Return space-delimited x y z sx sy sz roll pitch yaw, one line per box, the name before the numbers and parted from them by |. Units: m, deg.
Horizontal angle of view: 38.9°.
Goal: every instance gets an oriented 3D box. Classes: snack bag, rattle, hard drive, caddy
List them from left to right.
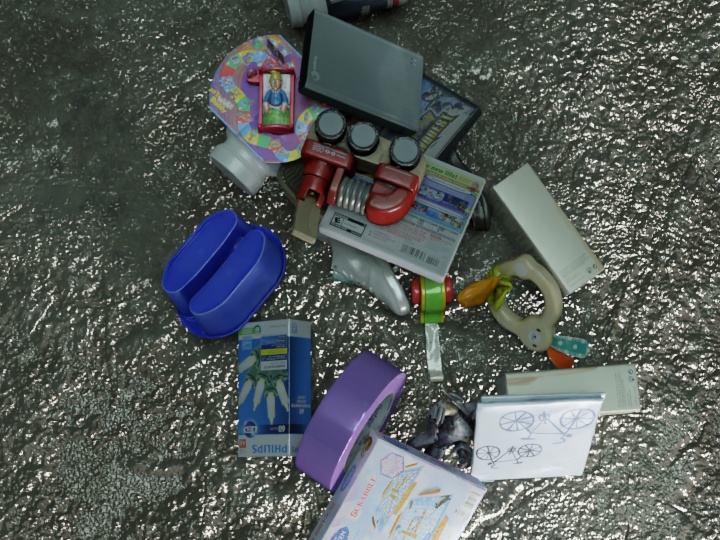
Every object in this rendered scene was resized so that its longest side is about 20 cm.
caddy | -0.206 0.008 1.565 0.141 0.105 0.200 35 79 27
hard drive | 0.003 -0.300 1.554 0.198 0.033 0.141 17 64 -25
rattle | 0.249 0.086 1.535 0.129 0.143 0.202 -24 94 24
snack bag | 0.257 0.248 1.507 0.186 0.201 0.022 -3 45 -2

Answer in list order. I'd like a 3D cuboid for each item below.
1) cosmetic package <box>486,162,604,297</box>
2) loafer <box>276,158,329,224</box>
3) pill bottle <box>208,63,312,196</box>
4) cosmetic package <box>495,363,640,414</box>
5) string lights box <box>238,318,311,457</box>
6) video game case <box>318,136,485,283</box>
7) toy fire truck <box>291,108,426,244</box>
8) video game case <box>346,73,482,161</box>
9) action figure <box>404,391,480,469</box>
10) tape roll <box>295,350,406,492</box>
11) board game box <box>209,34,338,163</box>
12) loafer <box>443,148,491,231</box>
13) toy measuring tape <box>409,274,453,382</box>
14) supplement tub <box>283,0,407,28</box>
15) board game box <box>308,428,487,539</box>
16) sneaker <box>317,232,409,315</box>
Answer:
cosmetic package | 0.282 -0.056 1.583 0.073 0.104 0.201 -33 84 -7
loafer | -0.048 -0.093 1.549 0.200 0.068 0.076 40 65 16
pill bottle | -0.138 -0.222 1.597 0.116 0.116 0.200 40 84 5
cosmetic package | 0.311 0.187 1.545 0.198 0.105 0.072 -4 79 -3
string lights box | -0.129 0.179 1.540 0.102 0.059 0.202 -7 78 33
video game case | 0.063 -0.096 1.507 0.198 0.022 0.183 22 65 7
toy fire truck | -0.016 -0.109 1.439 0.174 0.129 0.202 20 76 6
video game case | 0.062 -0.219 1.608 0.180 0.026 0.200 36 83 30
action figure | 0.114 0.261 1.536 0.199 0.069 0.130 -37 119 4
tape roll | -0.013 0.219 1.481 0.065 0.200 0.201 30 81 16
board game box | -0.132 -0.261 1.523 0.158 0.039 0.200 -44 83 -6
loafer | 0.139 -0.139 1.615 0.071 0.073 0.201 -30 73 -2
toy measuring tape | 0.112 0.070 1.577 0.073 0.074 0.202 -3 81 -1
supplement tub | -0.029 -0.473 1.625 0.198 0.140 0.142 -15 81 -3
board game box | 0.053 0.359 1.485 0.198 0.041 0.201 28 95 -21
sneaker | 0.000 0.000 1.590 0.088 0.075 0.201 -34 73 -2
